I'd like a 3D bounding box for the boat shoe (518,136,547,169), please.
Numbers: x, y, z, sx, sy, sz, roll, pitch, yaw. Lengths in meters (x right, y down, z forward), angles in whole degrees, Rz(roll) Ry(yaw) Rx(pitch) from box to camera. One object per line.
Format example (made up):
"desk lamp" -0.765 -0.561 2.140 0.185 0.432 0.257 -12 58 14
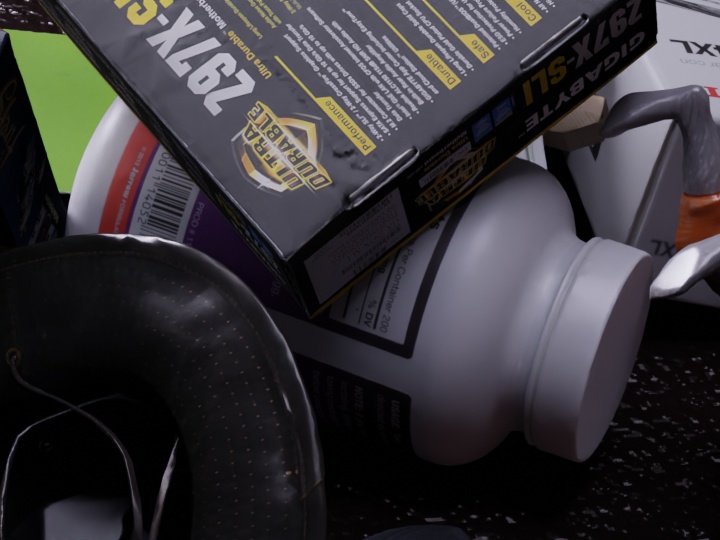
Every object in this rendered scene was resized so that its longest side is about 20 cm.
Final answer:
"boat shoe" 0.049 -0.066 0.965 0.066 0.074 0.201 17 42 -11

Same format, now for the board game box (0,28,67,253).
"board game box" -0.169 -0.049 0.716 0.134 0.200 0.035 19 76 3

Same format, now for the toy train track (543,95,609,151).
"toy train track" -0.005 -0.068 0.849 0.198 0.033 0.115 14 -11 15

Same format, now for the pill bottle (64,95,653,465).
"pill bottle" 0.000 0.000 0.804 0.198 0.113 0.113 19 35 18

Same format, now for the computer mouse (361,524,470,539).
"computer mouse" 0.002 0.133 0.601 0.052 0.139 0.200 17 23 -9

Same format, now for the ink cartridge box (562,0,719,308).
"ink cartridge box" 0.163 -0.069 0.946 0.145 0.085 0.201 8 31 -15

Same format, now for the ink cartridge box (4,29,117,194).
"ink cartridge box" -0.091 -0.097 0.967 0.198 0.076 0.148 4 33 -6

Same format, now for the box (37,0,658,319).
"box" -0.019 -0.108 0.769 0.159 0.049 0.200 -39 65 -8

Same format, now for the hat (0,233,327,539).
"hat" -0.085 0.087 0.668 0.200 0.202 0.081 29 -2 30

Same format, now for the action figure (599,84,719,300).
"action figure" 0.171 0.035 0.730 0.193 0.105 0.200 41 7 -24

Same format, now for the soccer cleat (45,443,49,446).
"soccer cleat" -0.150 0.041 0.740 0.198 0.086 0.069 -7 36 -20
